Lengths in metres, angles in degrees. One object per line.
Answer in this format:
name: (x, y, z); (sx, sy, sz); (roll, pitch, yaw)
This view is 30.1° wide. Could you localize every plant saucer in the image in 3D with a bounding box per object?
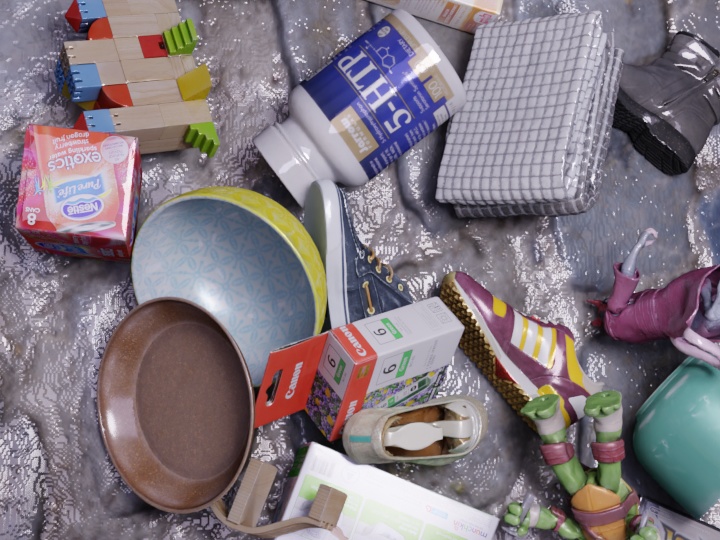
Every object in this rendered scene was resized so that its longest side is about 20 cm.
plant saucer: (-0.168, 0.125, 1.265); (0.198, 0.036, 0.203); (1, 92, 34)

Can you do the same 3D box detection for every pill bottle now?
pill bottle: (-0.004, -0.155, 1.338); (0.199, 0.120, 0.120); (-38, 88, -1)

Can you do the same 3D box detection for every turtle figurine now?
turtle figurine: (0.207, 0.225, 1.269); (0.198, 0.144, 0.196); (-18, 102, -25)

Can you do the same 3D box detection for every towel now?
towel: (0.173, -0.152, 1.353); (0.085, 0.164, 0.202); (28, 70, -44)

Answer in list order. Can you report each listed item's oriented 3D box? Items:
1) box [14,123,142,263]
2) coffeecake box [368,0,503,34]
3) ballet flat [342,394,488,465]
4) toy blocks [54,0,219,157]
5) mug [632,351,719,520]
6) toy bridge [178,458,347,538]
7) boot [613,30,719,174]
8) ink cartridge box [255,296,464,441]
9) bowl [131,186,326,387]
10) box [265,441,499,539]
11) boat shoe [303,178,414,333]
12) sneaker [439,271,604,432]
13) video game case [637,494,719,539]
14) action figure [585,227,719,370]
box: (-0.257, -0.067, 1.244); (0.098, 0.200, 0.097); (7, 84, -8)
coffeecake box: (0.063, -0.356, 1.412); (0.198, 0.073, 0.155); (16, 78, -6)
ballet flat: (0.069, 0.158, 1.288); (0.199, 0.062, 0.068); (-5, 89, -43)
toy blocks: (-0.233, -0.191, 1.306); (0.135, 0.100, 0.202); (-9, 68, -27)
mug: (0.350, 0.153, 1.348); (0.114, 0.185, 0.152); (44, 103, 16)
toy bridge: (-0.102, 0.210, 1.252); (0.027, 0.198, 0.068); (33, 74, -48)
boot: (0.311, -0.211, 1.441); (0.200, 0.070, 0.132); (42, 73, -12)
ink cartridge box: (-0.003, 0.101, 1.266); (0.198, 0.110, 0.050); (-17, 50, -35)
bowl: (-0.110, 0.001, 1.296); (0.200, 0.200, 0.108); (43, 34, 0)
box: (0.007, 0.284, 1.285); (0.198, 0.097, 0.178); (22, 78, -6)
boat shoe: (0.000, 0.000, 1.323); (0.090, 0.071, 0.203); (-13, 113, -18)
sneaker: (0.163, 0.070, 1.364); (0.090, 0.075, 0.201); (-39, 95, -20)
video game case: (0.342, 0.352, 1.366); (0.198, 0.026, 0.182); (24, 78, -5)
action figure: (0.306, 0.050, 1.334); (0.134, 0.199, 0.150); (40, 57, -30)
